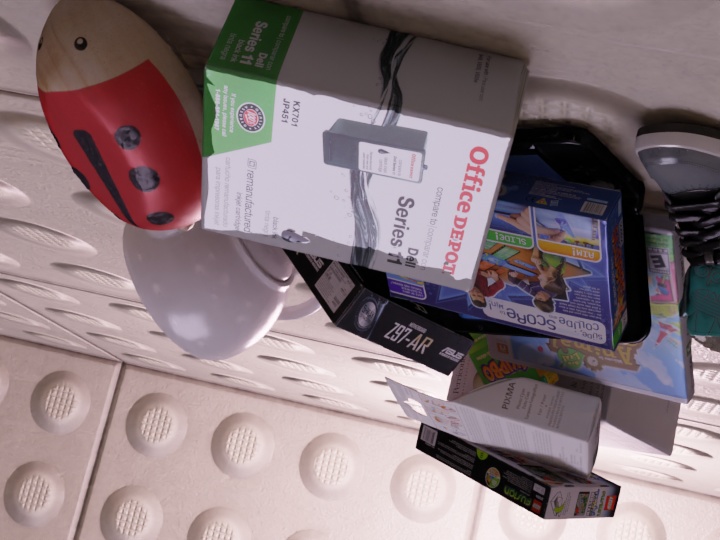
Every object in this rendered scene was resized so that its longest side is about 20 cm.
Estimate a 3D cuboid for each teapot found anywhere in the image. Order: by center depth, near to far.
[{"bbox_3d":[-0.130,-0.015,1.189,0.145,0.199,0.200,-29,-176,16],"label":"teapot"}]

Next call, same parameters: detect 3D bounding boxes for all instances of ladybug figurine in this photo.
[{"bbox_3d":[-0.172,-0.103,0.863,0.134,0.072,0.201,3,133,37],"label":"ladybug figurine"}]

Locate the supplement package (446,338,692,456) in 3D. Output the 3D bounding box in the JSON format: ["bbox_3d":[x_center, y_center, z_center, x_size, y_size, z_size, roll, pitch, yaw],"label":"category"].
[{"bbox_3d":[0.225,0.096,1.263,0.198,0.154,0.150,2,162,43],"label":"supplement package"}]

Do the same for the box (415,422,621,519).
[{"bbox_3d":[0.161,0.205,1.233,0.109,0.035,0.199,9,-172,-38],"label":"box"}]

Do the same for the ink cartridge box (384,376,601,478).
[{"bbox_3d":[0.132,0.135,1.140,0.198,0.048,0.160,17,164,16],"label":"ink cartridge box"}]

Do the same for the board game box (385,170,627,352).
[{"bbox_3d":[0.104,-0.017,0.911,0.198,0.035,0.136,14,139,27],"label":"board game box"}]

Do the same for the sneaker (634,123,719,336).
[{"bbox_3d":[0.251,-0.016,0.833,0.199,0.122,0.083,25,163,-38],"label":"sneaker"}]

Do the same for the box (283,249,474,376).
[{"bbox_3d":[0.000,0.000,1.096,0.159,0.044,0.200,27,-161,-41],"label":"box"}]

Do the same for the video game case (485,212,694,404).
[{"bbox_3d":[0.186,0.021,1.021,0.198,0.022,0.184,11,132,34],"label":"video game case"}]

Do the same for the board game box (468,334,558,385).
[{"bbox_3d":[0.123,0.043,1.160,0.095,0.030,0.202,-7,112,58],"label":"board game box"}]

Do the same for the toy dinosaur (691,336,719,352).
[{"bbox_3d":[0.314,0.031,1.009,0.199,0.104,0.076,22,164,-36],"label":"toy dinosaur"}]

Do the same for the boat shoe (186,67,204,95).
[{"bbox_3d":[-0.065,-0.106,0.898,0.198,0.072,0.070,8,166,24],"label":"boat shoe"}]

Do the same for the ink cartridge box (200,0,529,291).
[{"bbox_3d":[0.000,-0.081,0.786,0.197,0.084,0.148,12,136,3],"label":"ink cartridge box"}]

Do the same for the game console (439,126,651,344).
[{"bbox_3d":[0.116,-0.025,0.937,0.198,0.118,0.175,1,163,36],"label":"game console"}]
